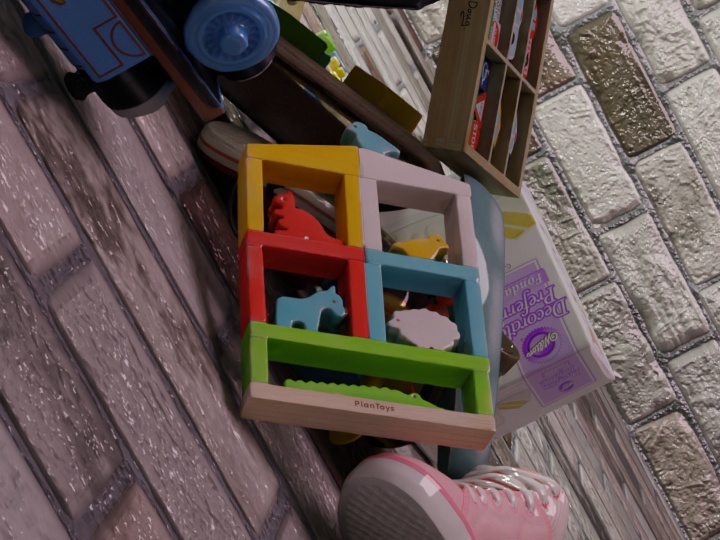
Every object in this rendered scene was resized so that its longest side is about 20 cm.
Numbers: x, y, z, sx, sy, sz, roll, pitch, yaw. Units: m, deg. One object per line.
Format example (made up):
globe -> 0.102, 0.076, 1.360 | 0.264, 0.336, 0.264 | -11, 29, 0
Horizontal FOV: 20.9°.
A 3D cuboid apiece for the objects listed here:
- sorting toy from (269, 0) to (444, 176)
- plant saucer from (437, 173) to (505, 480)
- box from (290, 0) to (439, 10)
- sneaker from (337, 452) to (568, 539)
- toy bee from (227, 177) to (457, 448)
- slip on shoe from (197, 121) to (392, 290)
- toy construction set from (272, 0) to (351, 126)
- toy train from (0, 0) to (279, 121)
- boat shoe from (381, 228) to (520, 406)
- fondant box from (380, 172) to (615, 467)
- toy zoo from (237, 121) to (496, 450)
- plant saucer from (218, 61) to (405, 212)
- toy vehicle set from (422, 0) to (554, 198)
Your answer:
sorting toy -> -0.019, -0.123, 1.250 | 0.200, 0.036, 0.185 | 41, 1, -1
plant saucer -> 0.066, 0.042, 1.169 | 0.200, 0.027, 0.200 | 4, 90, -89
box -> 0.022, -0.275, 1.191 | 0.197, 0.124, 0.200 | -33, 128, -60
sneaker -> 0.055, 0.131, 1.055 | 0.105, 0.075, 0.200 | -61, 144, -27
toy bee -> 0.010, 0.038, 1.100 | 0.200, 0.109, 0.131 | 37, 64, -54
slip on shoe -> -0.030, -0.019, 1.205 | 0.200, 0.061, 0.074 | 42, 7, -29
toy construction set -> -0.046, -0.162, 1.471 | 0.131, 0.092, 0.200 | 54, 23, -41
toy train -> -0.119, -0.151, 0.915 | 0.200, 0.114, 0.087 | 54, 16, -41
boat shoe -> 0.010, 0.018, 1.302 | 0.200, 0.068, 0.072 | 42, 13, 7
fondant box -> 0.080, 0.024, 1.419 | 0.058, 0.144, 0.200 | 52, 14, -50
toy zoo -> 0.000, 0.000, 1.033 | 0.020, 0.131, 0.200 | 116, -23, -47
plant saucer -> -0.044, -0.098, 1.271 | 0.200, 0.037, 0.200 | 41, 0, 0
toy vehicle set -> 0.086, -0.155, 1.187 | 0.124, 0.026, 0.200 | 26, 73, -68
